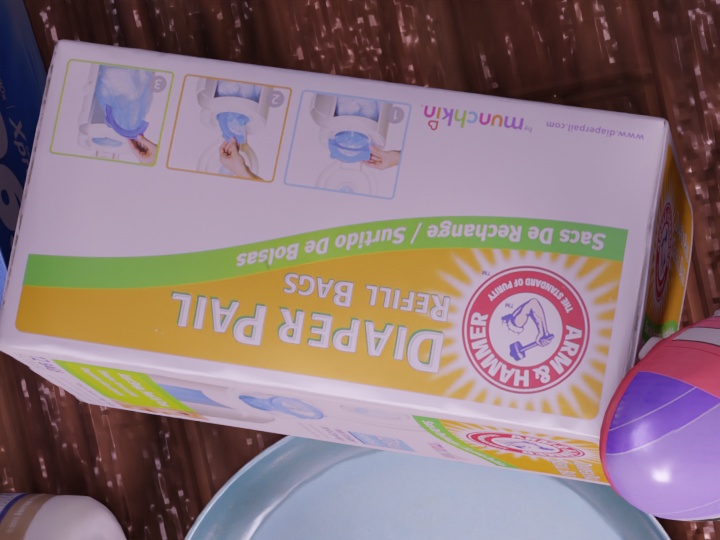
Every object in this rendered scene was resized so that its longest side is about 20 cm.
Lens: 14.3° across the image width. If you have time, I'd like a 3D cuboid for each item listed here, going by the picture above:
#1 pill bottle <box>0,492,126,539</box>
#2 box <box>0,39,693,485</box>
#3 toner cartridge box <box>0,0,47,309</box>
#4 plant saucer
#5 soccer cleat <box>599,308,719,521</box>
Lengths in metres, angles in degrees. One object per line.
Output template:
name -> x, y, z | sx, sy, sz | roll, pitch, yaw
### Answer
pill bottle -> -0.184, 0.133, 0.997 | 0.199, 0.111, 0.112 | -1, 98, 14
box -> 0.000, 0.000, 0.922 | 0.199, 0.113, 0.102 | 8, 80, 11
toner cartridge box -> -0.145, -0.076, 0.966 | 0.043, 0.095, 0.201 | -17, 94, 14
plant saucer -> 0.027, 0.142, 0.992 | 0.199, 0.027, 0.201 | 2, 98, 13
soccer cleat -> 0.160, 0.049, 0.868 | 0.076, 0.199, 0.067 | 23, 106, 50
